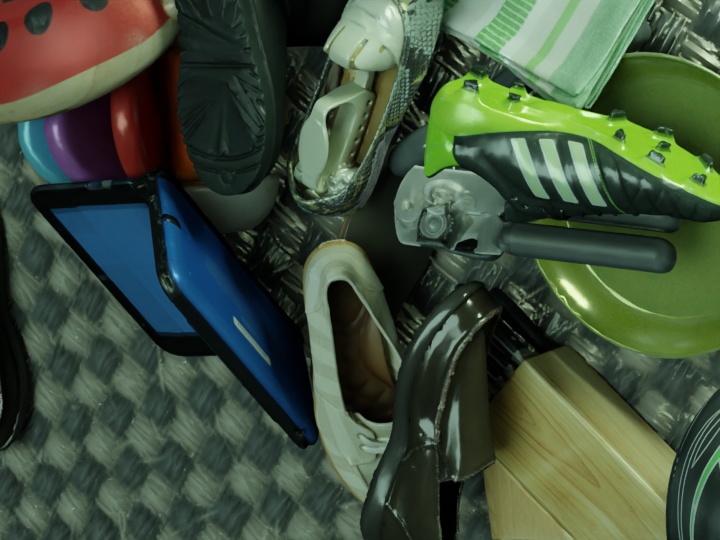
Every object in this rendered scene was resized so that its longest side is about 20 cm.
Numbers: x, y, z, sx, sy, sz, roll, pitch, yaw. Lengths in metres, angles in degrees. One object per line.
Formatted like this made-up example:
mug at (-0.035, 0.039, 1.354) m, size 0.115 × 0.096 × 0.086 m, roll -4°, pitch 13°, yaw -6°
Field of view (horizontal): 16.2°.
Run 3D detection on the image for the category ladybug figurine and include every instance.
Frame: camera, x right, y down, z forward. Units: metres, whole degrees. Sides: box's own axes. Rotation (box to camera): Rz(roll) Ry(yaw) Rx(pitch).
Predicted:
ladybug figurine at (-0.203, -0.168, 1.732) m, size 0.199 × 0.136 × 0.072 m, roll -14°, pitch 128°, yaw 31°

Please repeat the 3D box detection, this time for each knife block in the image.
knife block at (0.133, 0.090, 1.694) m, size 0.199 × 0.064 × 0.177 m, roll -2°, pitch 98°, yaw 35°

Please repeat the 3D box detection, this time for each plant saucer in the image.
plant saucer at (0.196, -0.044, 1.639) m, size 0.199 × 0.031 × 0.202 m, roll 10°, pitch 109°, yaw 31°

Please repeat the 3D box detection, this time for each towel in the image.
towel at (0.108, -0.209, 1.651) m, size 0.200 × 0.023 × 0.153 m, roll 35°, pitch 100°, yaw 33°

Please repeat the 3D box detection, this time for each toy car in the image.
toy car at (-0.158, -0.107, 1.804) m, size 0.199 × 0.150 × 0.177 m, roll -4°, pitch 97°, yaw 35°

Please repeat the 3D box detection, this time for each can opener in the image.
can opener at (0.106, -0.112, 1.680) m, size 0.200 × 0.066 × 0.053 m, roll -39°, pitch 78°, yaw 27°
can opener at (0.116, -0.030, 1.654) m, size 0.199 × 0.067 × 0.054 m, roll 8°, pitch 83°, yaw 23°

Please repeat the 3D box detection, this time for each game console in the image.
game console at (-0.131, 0.033, 1.774) m, size 0.118 × 0.200 × 0.171 m, roll -27°, pitch 40°, yaw 14°

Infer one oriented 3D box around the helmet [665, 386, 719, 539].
helmet at (0.278, 0.146, 1.542) m, size 0.199 × 0.200 × 0.192 m, roll 1°, pitch 116°, yaw 34°

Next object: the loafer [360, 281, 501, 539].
loafer at (0.062, 0.102, 1.662) m, size 0.071 × 0.073 × 0.201 m, roll 25°, pitch 117°, yaw 20°

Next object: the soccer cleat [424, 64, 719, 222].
soccer cleat at (0.135, -0.061, 1.586) m, size 0.199 × 0.068 × 0.082 m, roll 21°, pitch 116°, yaw 10°

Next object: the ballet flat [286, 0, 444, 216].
ballet flat at (0.000, -0.123, 1.668) m, size 0.072 × 0.072 × 0.201 m, roll 30°, pitch 113°, yaw 26°

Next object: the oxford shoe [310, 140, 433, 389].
oxford shoe at (0.000, 0.000, 1.772) m, size 0.071 × 0.071 × 0.201 m, roll 40°, pitch 115°, yaw 61°

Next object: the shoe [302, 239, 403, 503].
shoe at (0.001, 0.080, 1.724) m, size 0.069 × 0.053 × 0.201 m, roll -17°, pitch 111°, yaw -6°

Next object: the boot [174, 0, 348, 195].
boot at (-0.056, -0.160, 1.718) m, size 0.073 × 0.162 × 0.200 m, roll -3°, pitch 98°, yaw 33°

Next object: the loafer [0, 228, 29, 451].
loafer at (-0.315, 0.047, 1.987) m, size 0.073 × 0.071 × 0.202 m, roll -7°, pitch 94°, yaw 35°
